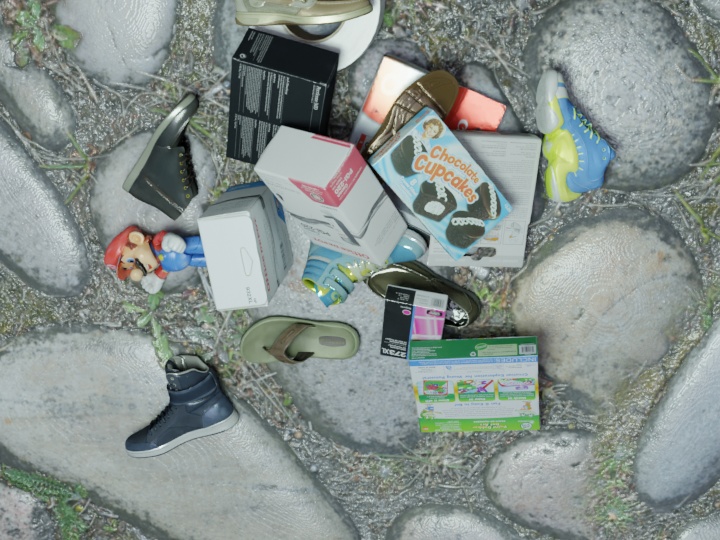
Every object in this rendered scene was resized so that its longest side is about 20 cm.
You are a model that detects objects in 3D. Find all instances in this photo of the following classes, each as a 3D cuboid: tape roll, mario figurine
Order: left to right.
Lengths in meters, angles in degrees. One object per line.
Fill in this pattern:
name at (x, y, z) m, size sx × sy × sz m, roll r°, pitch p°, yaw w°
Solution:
mario figurine at (-0.313, -0.010, 1.697) m, size 0.199 × 0.106 × 0.124 m, roll 0°, pitch 110°, yaw 6°
tape roll at (-0.066, -0.391, 1.555) m, size 0.201 × 0.071 × 0.204 m, roll 2°, pitch 109°, yaw 7°

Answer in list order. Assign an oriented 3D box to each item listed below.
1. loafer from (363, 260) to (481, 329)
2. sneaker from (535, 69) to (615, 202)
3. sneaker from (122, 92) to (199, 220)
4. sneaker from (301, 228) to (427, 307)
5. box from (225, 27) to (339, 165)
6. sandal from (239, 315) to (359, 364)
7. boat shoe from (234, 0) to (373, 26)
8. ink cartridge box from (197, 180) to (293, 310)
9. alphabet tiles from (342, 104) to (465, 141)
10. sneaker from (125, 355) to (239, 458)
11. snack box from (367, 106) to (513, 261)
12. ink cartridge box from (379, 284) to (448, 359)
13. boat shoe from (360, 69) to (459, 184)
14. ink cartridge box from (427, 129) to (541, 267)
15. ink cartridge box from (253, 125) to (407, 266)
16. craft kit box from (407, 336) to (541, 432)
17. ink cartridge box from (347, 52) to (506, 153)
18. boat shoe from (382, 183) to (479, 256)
loafer at (0.096, 0.035, 1.671) m, size 0.199 × 0.070 × 0.076 m, roll 20°, pitch 110°, yaw 1°
sneaker at (0.319, -0.203, 1.570) m, size 0.104 × 0.076 × 0.201 m, roll -9°, pitch 114°, yaw -2°
sneaker at (-0.280, -0.178, 1.660) m, size 0.106 × 0.075 × 0.200 m, roll 34°, pitch 118°, yaw -9°
sneaker at (0.000, 0.000, 1.619) m, size 0.199 × 0.131 × 0.080 m, roll -1°, pitch 144°, yaw 30°
box at (-0.117, -0.240, 1.561) m, size 0.140 × 0.079 × 0.200 m, roll 18°, pitch 141°, yaw 4°
sandal at (-0.102, 0.117, 1.732) m, size 0.200 × 0.057 × 0.080 m, roll -3°, pitch 107°, yaw 9°
boat shoe at (-0.082, -0.380, 1.488) m, size 0.199 × 0.072 × 0.065 m, roll 2°, pitch 109°, yaw 13°
ink cartridge box at (-0.171, -0.042, 1.614) m, size 0.083 × 0.200 × 0.146 m, roll -7°, pitch 107°, yaw 10°
alphabet tiles at (0.077, -0.174, 1.635) m, size 0.195 × 0.015 × 0.201 m, roll -16°, pitch 105°, yaw 13°
sneaker at (-0.324, 0.224, 1.780) m, size 0.201 × 0.077 × 0.147 m, roll -21°, pitch 115°, yaw 4°
snack box at (0.117, -0.123, 1.525) m, size 0.116 × 0.037 × 0.200 m, roll -42°, pitch 114°, yaw 3°
ink cartridge box at (0.080, 0.098, 1.658) m, size 0.094 × 0.037 × 0.200 m, roll 10°, pitch 146°, yaw 5°
boat shoe at (0.063, -0.211, 1.544) m, size 0.073 × 0.063 × 0.200 m, roll 42°, pitch 101°, yaw -8°
ink cartridge box at (0.178, -0.108, 1.593) m, size 0.160 × 0.050 × 0.201 m, roll 1°, pitch 109°, yaw -15°
ink cartridge box at (-0.040, -0.105, 1.533) m, size 0.145 × 0.200 × 0.085 m, roll 19°, pitch 70°, yaw 37°
craft kit box at (0.183, 0.183, 1.675) m, size 0.199 × 0.049 × 0.198 m, roll -2°, pitch 135°, yaw 8°
ink cartridge box at (0.095, -0.210, 1.588) m, size 0.199 × 0.050 × 0.163 m, roll 25°, pitch 110°, yaw 3°
boat shoe at (0.089, -0.072, 1.624) m, size 0.199 × 0.069 × 0.057 m, roll 32°, pitch 129°, yaw -8°
